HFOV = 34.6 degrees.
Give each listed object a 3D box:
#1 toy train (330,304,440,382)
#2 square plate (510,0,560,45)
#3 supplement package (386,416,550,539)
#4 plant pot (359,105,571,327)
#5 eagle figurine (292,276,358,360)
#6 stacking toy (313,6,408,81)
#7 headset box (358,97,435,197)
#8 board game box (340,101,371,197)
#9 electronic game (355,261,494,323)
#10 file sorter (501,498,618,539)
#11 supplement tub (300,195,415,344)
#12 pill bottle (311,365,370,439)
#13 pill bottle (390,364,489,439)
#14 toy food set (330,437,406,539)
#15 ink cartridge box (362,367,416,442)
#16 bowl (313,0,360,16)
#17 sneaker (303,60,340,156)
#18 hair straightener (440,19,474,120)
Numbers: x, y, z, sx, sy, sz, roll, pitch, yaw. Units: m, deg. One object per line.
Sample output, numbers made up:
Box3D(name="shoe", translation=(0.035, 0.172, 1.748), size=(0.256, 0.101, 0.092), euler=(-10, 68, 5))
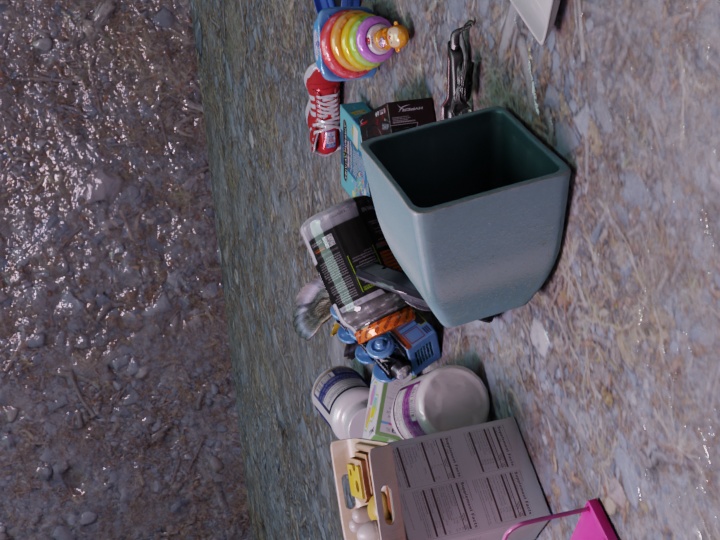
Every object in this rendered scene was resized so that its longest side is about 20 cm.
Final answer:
Box3D(name="toy train", translation=(0.036, 0.093, 1.836), size=(0.200, 0.114, 0.087), euler=(45, 159, 41))
Box3D(name="square plate", translation=(0.190, -0.388, 1.267), size=(0.201, 0.028, 0.199), euler=(99, 156, -47))
Box3D(name="supplement package", translation=(0.125, 0.315, 1.567), size=(0.152, 0.198, 0.152), euler=(106, 150, -55))
Box3D(name="plant pot", translation=(0.127, -0.051, 1.397), size=(0.197, 0.194, 0.202), euler=(-124, 22, -54))
Box3D(name="eagle figurine", translation=(-0.019, 0.065, 2.004), size=(0.153, 0.150, 0.200), euler=(67, 154, 9))
Box3D(name="stacking toy", translation=(0.016, -0.354, 1.783), size=(0.199, 0.109, 0.118), euler=(14, 111, 60))
Box3D(name="headset box", translation=(0.065, -0.146, 1.740), size=(0.149, 0.076, 0.203), euler=(178, 84, -73))
Box3D(name="board game box", translation=(0.018, -0.175, 1.932), size=(0.200, 0.046, 0.153), euler=(-124, 30, -56))
Box3D(name="electronic game", translation=(0.087, 0.033, 1.571), size=(0.042, 0.198, 0.200), euler=(-71, 19, 2))
Box3D(name="file sorter", translation=(0.246, 0.398, 1.335), size=(0.140, 0.124, 0.201), euler=(99, 156, -46))
Box3D(name="supplement tub", translation=(0.000, 0.000, 1.733), size=(0.202, 0.121, 0.123), euler=(66, 162, 5))
Box3D(name="pill bottle", translation=(-0.014, 0.261, 2.167), size=(0.200, 0.110, 0.112), euler=(-141, 45, -67))
Box3D(name="pill bottle", translation=(0.110, 0.208, 1.717), size=(0.200, 0.111, 0.114), euler=(139, 120, -72))
Box3D(name="toy food set", translation=(0.003, 0.299, 1.511), size=(0.200, 0.060, 0.145), euler=(163, 98, -72))
Box3D(name="ink cartridge box", translation=(0.045, 0.247, 1.922), size=(0.104, 0.059, 0.202), euler=(120, 161, -65))
Box3D(name="bowl", translation=(-0.044, -0.512, 1.972), size=(0.200, 0.039, 0.203), euler=(170, 90, -74))
Box3D(name="sneaker", translation=(-0.062, -0.288, 2.100), size=(0.201, 0.070, 0.114), euler=(96, 163, -63))
Box3D(name="hair straightener", translation=(0.139, -0.229, 1.527), size=(0.077, 0.040, 0.202), euler=(-127, 36, -57))
